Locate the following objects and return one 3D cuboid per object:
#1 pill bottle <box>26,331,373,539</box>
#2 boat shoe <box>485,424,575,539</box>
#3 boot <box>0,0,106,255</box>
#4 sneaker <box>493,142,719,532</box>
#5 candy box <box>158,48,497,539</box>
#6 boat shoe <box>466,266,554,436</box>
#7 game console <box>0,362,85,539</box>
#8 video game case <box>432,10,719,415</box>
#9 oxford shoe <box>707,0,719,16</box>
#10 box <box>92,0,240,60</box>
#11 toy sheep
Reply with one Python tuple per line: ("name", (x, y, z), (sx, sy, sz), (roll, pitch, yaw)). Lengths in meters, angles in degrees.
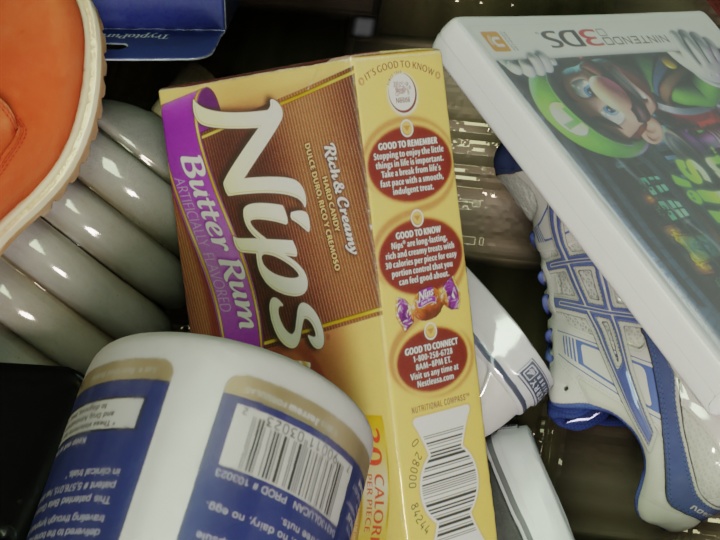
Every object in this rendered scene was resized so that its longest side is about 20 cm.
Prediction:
("pill bottle", (-0.070, 0.132, 0.654), (0.111, 0.111, 0.200), (10, 62, 11))
("boat shoe", (0.070, 0.157, 0.757), (0.066, 0.070, 0.200), (-21, 64, 3))
("boot", (-0.166, -0.052, 0.722), (0.075, 0.107, 0.200), (15, 65, 22))
("sneaker", (0.102, 0.021, 0.811), (0.088, 0.075, 0.200), (-41, 59, 11))
("candy box", (-0.014, 0.017, 0.759), (0.117, 0.056, 0.200), (-2, 97, 45))
("boat shoe", (0.000, 0.000, 0.824), (0.065, 0.074, 0.200), (-39, 51, -5))
("game console", (-0.200, 0.138, 0.734), (0.116, 0.176, 0.200), (22, 56, -2))
("video game case", (0.148, -0.035, 0.801), (0.182, 0.023, 0.200), (-9, 56, -44))
("oxford shoe", (0.235, -0.101, 0.860), (0.075, 0.070, 0.200), (-24, 72, -26))
("box", (-0.110, -0.146, 0.875), (0.121, 0.032, 0.200), (1, 29, 6))
("toy sheep", (-0.133, -0.013, 0.823), (0.138, 0.138, 0.200), (38, 90, 20))
